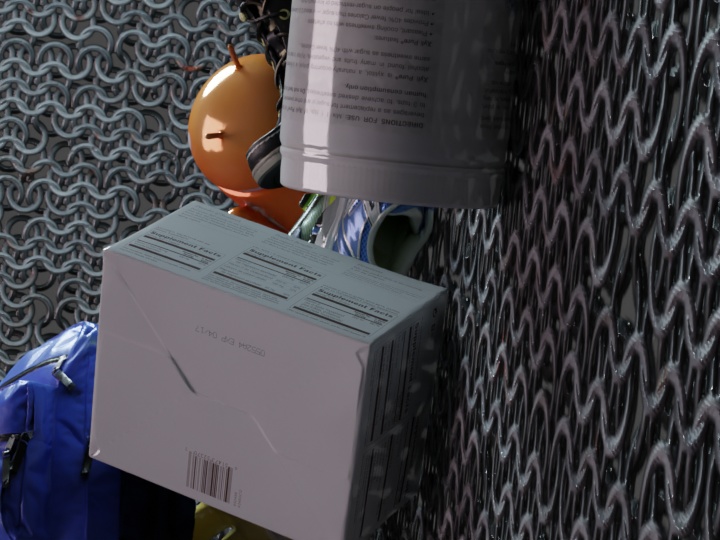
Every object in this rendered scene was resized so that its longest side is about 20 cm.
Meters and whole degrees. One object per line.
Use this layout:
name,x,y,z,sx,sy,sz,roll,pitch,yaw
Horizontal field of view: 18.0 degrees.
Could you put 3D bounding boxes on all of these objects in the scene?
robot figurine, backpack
robot figurine,-0.058,-0.096,1.785,0.200,0.144,0.117,39,-169,-50
backpack,-0.201,0.137,1.605,0.162,0.167,0.202,-23,49,39

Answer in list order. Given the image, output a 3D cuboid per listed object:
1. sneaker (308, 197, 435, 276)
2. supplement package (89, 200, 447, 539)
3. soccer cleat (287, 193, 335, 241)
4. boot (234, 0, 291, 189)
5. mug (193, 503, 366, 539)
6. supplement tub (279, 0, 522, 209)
sneaker,0.025,-0.061,1.572,0.077,0.075,0.202,5,79,46
supplement package,-0.062,0.068,1.483,0.111,0.199,0.157,-32,-44,-54
soccer cleat,-0.008,-0.029,1.637,0.201,0.084,0.065,-53,2,-19
boot,-0.057,-0.154,1.643,0.073,0.154,0.203,-38,1,38
mug,-0.052,0.159,1.654,0.153,0.148,0.188,-134,60,-71
supplement tub,0.025,-0.141,1.267,0.132,0.131,0.202,-134,50,-82
